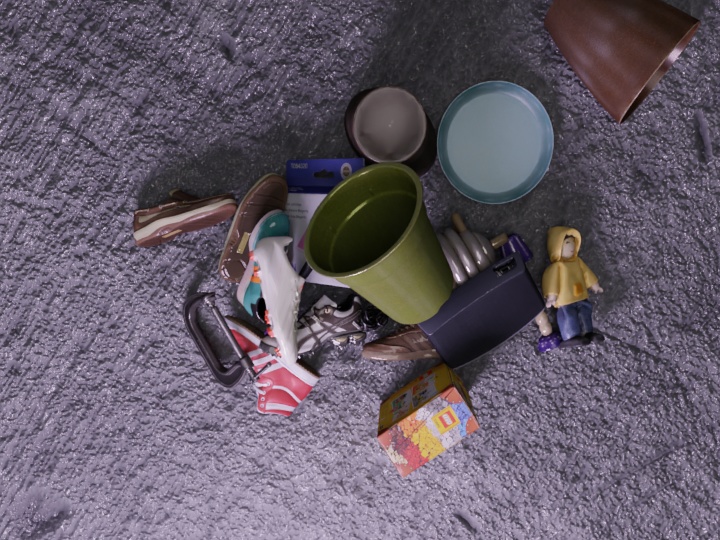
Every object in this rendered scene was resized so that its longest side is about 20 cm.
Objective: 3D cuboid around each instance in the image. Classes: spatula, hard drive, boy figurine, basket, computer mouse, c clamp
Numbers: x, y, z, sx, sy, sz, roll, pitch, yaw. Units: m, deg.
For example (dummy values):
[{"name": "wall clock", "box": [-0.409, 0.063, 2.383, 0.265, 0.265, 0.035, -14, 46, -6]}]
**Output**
[{"name": "spatula", "box": [-0.110, 0.044, 1.296, 0.021, 0.056, 0.202, 47, 131, 25]}, {"name": "hard drive", "box": [0.200, 0.072, 1.266, 0.198, 0.043, 0.136, -34, 127, 4]}, {"name": "boy figurine", "box": [0.358, 0.025, 1.315, 0.122, 0.064, 0.205, -5, 84, -27]}, {"name": "basket", "box": [0.049, -0.223, 1.247, 0.179, 0.200, 0.137, 39, 97, -3]}, {"name": "computer mouse", "box": [0.000, 0.000, 1.327, 0.052, 0.137, 0.204, -24, 89, 43]}, {"name": "c clamp", "box": [-0.233, 0.115, 1.331, 0.201, 0.027, 0.171, 54, 137, 12]}]

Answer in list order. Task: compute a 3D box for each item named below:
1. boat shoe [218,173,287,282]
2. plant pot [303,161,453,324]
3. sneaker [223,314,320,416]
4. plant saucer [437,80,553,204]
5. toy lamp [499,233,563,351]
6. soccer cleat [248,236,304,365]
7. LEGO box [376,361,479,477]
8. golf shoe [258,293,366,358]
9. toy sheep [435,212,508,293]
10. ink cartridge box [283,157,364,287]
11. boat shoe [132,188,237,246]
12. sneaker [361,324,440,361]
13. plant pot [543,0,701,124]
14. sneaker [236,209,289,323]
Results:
[{"name": "boat shoe", "box": [-0.189, -0.082, 1.332, 0.071, 0.076, 0.202, 27, 105, -23]}, {"name": "plant pot", "box": [0.048, -0.022, 1.165, 0.199, 0.201, 0.190, -38, 131, 6]}, {"name": "sneaker", "box": [-0.179, 0.172, 1.363, 0.198, 0.071, 0.113, 36, 93, -3]}, {"name": "plant saucer", "box": [0.227, -0.216, 1.326, 0.195, 0.027, 0.205, 0, 96, 3]}, {"name": "toy lamp", "box": [0.290, 0.035, 1.335, 0.057, 0.058, 0.203, -24, 97, 5]}, {"name": "soccer cleat", "box": [-0.118, 0.046, 1.231, 0.076, 0.069, 0.205, -14, 93, -11]}, {"name": "LEGO box", "box": [0.108, 0.237, 1.291, 0.147, 0.200, 0.078, -34, 93, 6]}, {"name": "golf shoe", "box": [-0.082, 0.089, 1.318, 0.196, 0.077, 0.097, -11, 108, -30]}, {"name": "toy sheep", "box": [0.156, -0.012, 1.302, 0.198, 0.138, 0.140, -31, 94, 4]}, {"name": "ink cartridge box", "box": [-0.073, -0.082, 1.290, 0.194, 0.043, 0.205, 6, 99, 44]}, {"name": "boat shoe", "box": [-0.306, -0.105, 1.333, 0.198, 0.075, 0.077, -17, 80, 13]}, {"name": "sneaker", "box": [0.097, 0.115, 1.353, 0.195, 0.070, 0.078, -2, 85, -5]}, {"name": "plant pot", "box": [0.395, -0.370, 1.241, 0.199, 0.187, 0.188, 41, 96, 12]}, {"name": "sneaker", "box": [-0.146, -0.002, 1.299, 0.080, 0.070, 0.203, 43, 130, 31]}]
